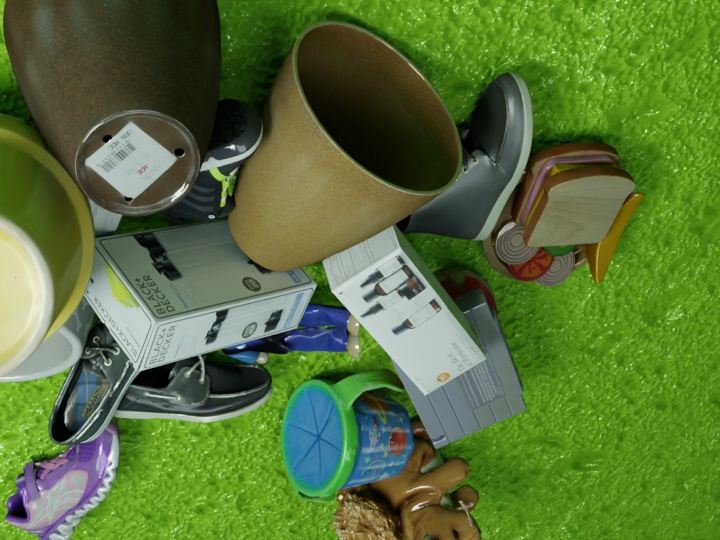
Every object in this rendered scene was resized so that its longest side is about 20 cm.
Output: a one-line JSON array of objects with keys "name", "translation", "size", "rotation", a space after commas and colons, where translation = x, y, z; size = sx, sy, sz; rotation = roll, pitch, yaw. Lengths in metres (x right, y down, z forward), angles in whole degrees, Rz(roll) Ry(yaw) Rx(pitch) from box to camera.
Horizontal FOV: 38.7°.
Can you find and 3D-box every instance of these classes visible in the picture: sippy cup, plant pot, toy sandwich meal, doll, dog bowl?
[{"name": "sippy cup", "translation": [-0.009, 0.204, 1.250], "size": [0.129, 0.143, 0.177], "rotation": [8, 159, -39]}, {"name": "plant pot", "translation": [-0.188, -0.142, 0.816], "size": [0.183, 0.202, 0.189], "rotation": [-10, 133, -11]}, {"name": "toy sandwich meal", "translation": [0.230, -0.052, 1.144], "size": [0.201, 0.071, 0.208], "rotation": [-11, 133, -12]}, {"name": "plant pot", "translation": [-0.036, -0.090, 0.952], "size": [0.184, 0.189, 0.200], "rotation": [17, 137, -32]}, {"name": "plant pot", "translation": [-0.300, -0.009, 0.779], "size": [0.197, 0.189, 0.205], "rotation": [-5, 107, -16]}, {"name": "doll", "translation": [-0.099, 0.060, 1.119], "size": [0.196, 0.049, 0.138], "rotation": [-1, 137, -1]}, {"name": "dog bowl", "translation": [-0.351, 0.048, 0.972], "size": [0.196, 0.060, 0.201], "rotation": [-3, 154, -2]}]

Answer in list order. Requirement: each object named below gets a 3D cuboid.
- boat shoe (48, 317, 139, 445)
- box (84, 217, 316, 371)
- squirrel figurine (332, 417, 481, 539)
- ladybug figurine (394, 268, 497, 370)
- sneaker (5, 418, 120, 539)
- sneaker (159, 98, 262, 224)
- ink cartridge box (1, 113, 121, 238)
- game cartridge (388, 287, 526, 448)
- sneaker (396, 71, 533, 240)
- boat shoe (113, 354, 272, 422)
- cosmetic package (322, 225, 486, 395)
[{"name": "boat shoe", "translation": [-0.263, 0.096, 1.058], "size": [0.068, 0.057, 0.203], "rotation": [29, 103, 11]}, {"name": "box", "translation": [-0.152, 0.015, 0.979], "size": [0.198, 0.117, 0.061], "rotation": [-12, 140, -45]}, {"name": "squirrel figurine", "translation": [0.062, 0.319, 1.329], "size": [0.196, 0.188, 0.143], "rotation": [-17, 135, -5]}, {"name": "ladybug figurine", "translation": [0.105, 0.085, 1.217], "size": [0.133, 0.073, 0.203], "rotation": [-10, 133, -11]}, {"name": "sneaker", "translation": [-0.348, 0.243, 1.188], "size": [0.088, 0.081, 0.201], "rotation": [26, 119, -27]}, {"name": "sneaker", "translation": [-0.135, -0.091, 0.929], "size": [0.083, 0.073, 0.198], "rotation": [40, 148, -27]}, {"name": "ink cartridge box", "translation": [-0.318, -0.073, 0.920], "size": [0.197, 0.068, 0.117], "rotation": [12, 125, -28]}, {"name": "game cartridge", "translation": [0.112, 0.115, 1.173], "size": [0.128, 0.039, 0.202], "rotation": [-26, 132, 0]}, {"name": "sneaker", "translation": [0.102, -0.108, 1.041], "size": [0.104, 0.075, 0.202], "rotation": [-3, 132, -21]}, {"name": "boat shoe", "translation": [-0.192, 0.122, 1.138], "size": [0.196, 0.072, 0.069], "rotation": [2, 128, -15]}, {"name": "cosmetic package", "translation": [0.048, 0.043, 1.037], "size": [0.082, 0.051, 0.200], "rotation": [-30, 132, 12]}]
